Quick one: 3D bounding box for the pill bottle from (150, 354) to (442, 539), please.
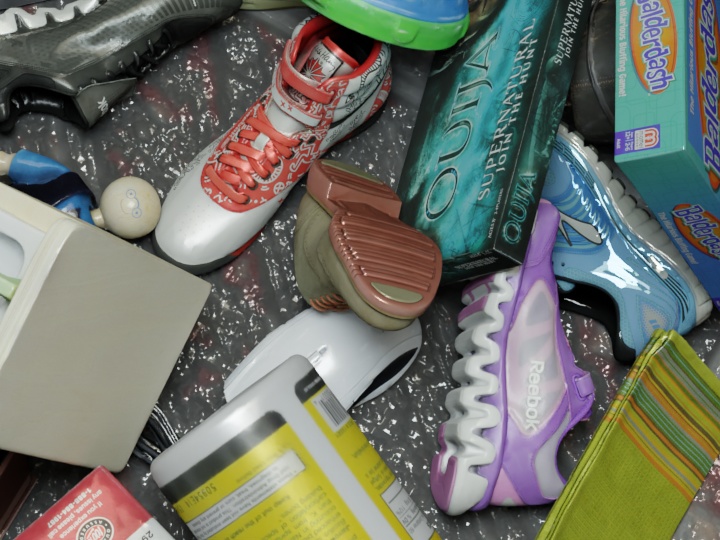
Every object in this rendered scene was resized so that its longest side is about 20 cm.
[{"bbox_3d":[-0.020,0.159,1.229,0.114,0.114,0.200,-36,90,-18],"label":"pill bottle"}]

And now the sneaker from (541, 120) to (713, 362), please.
[{"bbox_3d":[0.130,-0.023,1.361,0.090,0.078,0.200,-41,72,-12],"label":"sneaker"}]

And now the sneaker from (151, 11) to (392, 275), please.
[{"bbox_3d":[-0.058,-0.089,1.358,0.067,0.108,0.201,43,70,15],"label":"sneaker"}]

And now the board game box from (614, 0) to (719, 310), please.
[{"bbox_3d":[0.204,-0.087,1.277,0.045,0.200,0.153,-9,61,24],"label":"board game box"}]

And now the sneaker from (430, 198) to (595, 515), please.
[{"bbox_3d":[0.104,0.057,1.313,0.088,0.080,0.201,11,85,-9],"label":"sneaker"}]

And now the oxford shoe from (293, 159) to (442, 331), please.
[{"bbox_3d":[0.000,0.000,1.294,0.070,0.200,0.074,18,108,-15],"label":"oxford shoe"}]

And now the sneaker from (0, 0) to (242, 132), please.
[{"bbox_3d":[-0.168,-0.139,1.399,0.199,0.067,0.091,-15,71,-6],"label":"sneaker"}]

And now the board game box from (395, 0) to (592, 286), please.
[{"bbox_3d":[0.076,-0.087,1.332,0.028,0.135,0.201,27,66,-27],"label":"board game box"}]

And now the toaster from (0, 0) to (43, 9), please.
[{"bbox_3d":[-0.252,-0.271,1.420,0.180,0.119,0.201,-12,67,-8],"label":"toaster"}]

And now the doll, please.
[{"bbox_3d":[-0.220,-0.010,1.345,0.199,0.048,0.137,-20,80,-12],"label":"doll"}]

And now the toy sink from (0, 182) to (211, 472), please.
[{"bbox_3d":[-0.192,0.027,1.218,0.112,0.200,0.131,26,89,20],"label":"toy sink"}]

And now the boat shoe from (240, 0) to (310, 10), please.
[{"bbox_3d":[-0.014,-0.216,1.442,0.199,0.063,0.074,2,66,-3],"label":"boat shoe"}]

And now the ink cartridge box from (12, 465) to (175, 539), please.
[{"bbox_3d":[-0.133,0.238,1.221,0.144,0.084,0.200,-41,75,-20],"label":"ink cartridge box"}]

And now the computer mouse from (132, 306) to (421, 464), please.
[{"bbox_3d":[-0.045,0.071,1.323,0.200,0.044,0.110,-39,73,-18],"label":"computer mouse"}]

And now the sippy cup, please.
[{"bbox_3d":[0.026,-0.227,1.335,0.139,0.131,0.178,23,25,-6],"label":"sippy cup"}]

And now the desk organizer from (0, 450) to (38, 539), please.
[{"bbox_3d":[-0.299,0.097,1.276,0.199,0.077,0.072,27,67,8],"label":"desk organizer"}]

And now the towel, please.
[{"bbox_3d":[0.166,0.138,1.300,0.086,0.018,0.200,43,66,-22],"label":"towel"}]

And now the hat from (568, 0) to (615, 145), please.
[{"bbox_3d":[0.172,-0.125,1.375,0.081,0.201,0.202,-11,63,24],"label":"hat"}]
